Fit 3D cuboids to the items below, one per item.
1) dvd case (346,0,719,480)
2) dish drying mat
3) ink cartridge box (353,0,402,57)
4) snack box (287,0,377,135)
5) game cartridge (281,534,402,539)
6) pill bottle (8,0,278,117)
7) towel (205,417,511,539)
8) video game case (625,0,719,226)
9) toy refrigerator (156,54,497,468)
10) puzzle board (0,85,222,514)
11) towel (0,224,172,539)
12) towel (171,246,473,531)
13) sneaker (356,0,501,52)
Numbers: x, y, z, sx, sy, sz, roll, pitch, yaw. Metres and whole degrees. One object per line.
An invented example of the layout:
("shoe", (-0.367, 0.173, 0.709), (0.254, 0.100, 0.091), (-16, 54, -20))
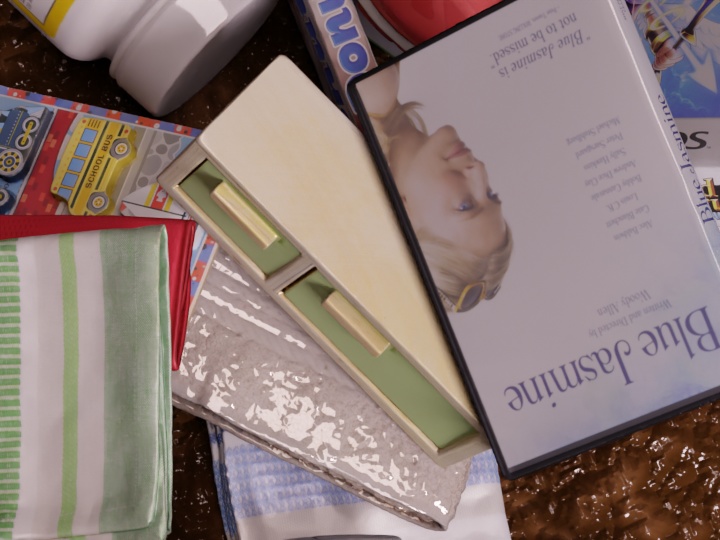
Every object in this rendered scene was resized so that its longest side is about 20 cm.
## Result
("dvd case", (0.086, -0.021, 1.130), (0.018, 0.142, 0.200), (-14, 81, -58))
("dish drying mat", (-0.178, 0.010, 1.220), (0.199, 0.018, 0.077), (1, 70, 14))
("ink cartridge box", (0.090, -0.189, 1.339), (0.146, 0.084, 0.200), (36, 72, 1))
("snack box", (-0.018, -0.127, 1.274), (0.024, 0.072, 0.200), (-23, 98, -7))
("game cartridge", (-0.059, 0.203, 1.203), (0.200, 0.042, 0.134), (-18, 97, -15))
("pill bottle", (-0.142, -0.178, 1.274), (0.200, 0.114, 0.114), (44, 70, 3))
("towel", (-0.006, 0.077, 1.275), (0.146, 0.024, 0.201), (-7, 75, -14))
("video game case", (0.158, -0.110, 1.184), (0.181, 0.045, 0.200), (2, 53, 35))
("toy refrigerator", (0.000, 0.000, 1.202), (0.200, 0.076, 0.070), (46, 67, -6))
("puzzle board", (-0.152, 0.009, 1.233), (0.150, 0.017, 0.200), (13, 70, 21))
("towel", (-0.185, 0.061, 1.188), (0.199, 0.023, 0.153), (-5, 81, 15))
("towel", (-0.021, 0.029, 1.256), (0.200, 0.034, 0.133), (26, 70, -4))
("sneaker", (0.022, -0.189, 1.222), (0.078, 0.116, 0.200), (-33, 79, -16))
